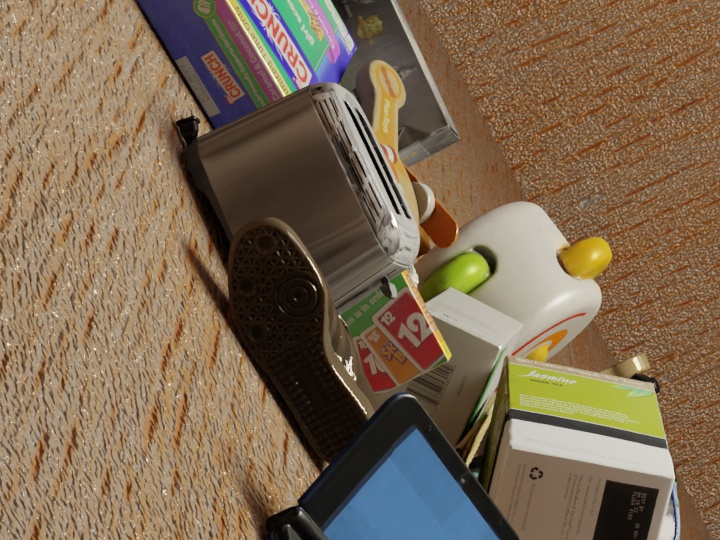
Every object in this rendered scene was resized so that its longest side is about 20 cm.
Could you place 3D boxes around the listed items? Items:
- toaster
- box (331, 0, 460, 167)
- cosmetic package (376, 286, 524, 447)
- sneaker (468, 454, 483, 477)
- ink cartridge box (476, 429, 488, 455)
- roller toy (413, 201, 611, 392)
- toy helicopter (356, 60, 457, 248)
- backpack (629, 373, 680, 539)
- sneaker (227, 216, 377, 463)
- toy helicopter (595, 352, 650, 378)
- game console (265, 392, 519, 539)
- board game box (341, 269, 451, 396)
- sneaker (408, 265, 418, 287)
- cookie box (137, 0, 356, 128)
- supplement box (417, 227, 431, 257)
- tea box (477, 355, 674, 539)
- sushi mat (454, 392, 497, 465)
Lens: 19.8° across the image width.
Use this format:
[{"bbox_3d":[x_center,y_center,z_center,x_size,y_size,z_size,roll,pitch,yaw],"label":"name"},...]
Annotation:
[{"bbox_3d":[-0.043,-0.055,1.567,0.200,0.129,0.114,65,10,11],"label":"toaster"},{"bbox_3d":[-0.020,-0.173,1.889,0.200,0.158,0.048,67,12,18],"label":"box"},{"bbox_3d":[0.077,0.084,1.808,0.085,0.108,0.200,25,9,8],"label":"cosmetic package"},{"bbox_3d":[0.140,0.267,1.867,0.200,0.075,0.079,56,27,-9],"label":"sneaker"},{"bbox_3d":[0.190,0.202,1.870,0.200,0.050,0.109,47,-19,19],"label":"ink cartridge box"},{"bbox_3d":[0.137,0.036,2.007,0.140,0.200,0.183,55,-30,15],"label":"roller toy"},{"bbox_3d":[0.022,-0.095,1.753,0.132,0.079,0.200,33,43,-31],"label":"toy helicopter"},{"bbox_3d":[0.218,0.227,2.000,0.147,0.183,0.200,87,-7,-60],"label":"backpack"},{"bbox_3d":[-0.044,0.047,1.495,0.076,0.070,0.200,-90,160,-70],"label":"sneaker"},{"bbox_3d":[0.206,0.129,2.117,0.132,0.200,0.079,98,-33,-78],"label":"toy helicopter"},{"bbox_3d":[0.037,0.212,1.327,0.200,0.118,0.171,53,14,-40],"label":"game console"},{"bbox_3d":[-0.015,0.003,1.645,0.200,0.095,0.030,63,11,-2],"label":"board game box"},{"bbox_3d":[0.000,0.000,1.782,0.200,0.074,0.088,-80,148,-65],"label":"sneaker"},{"bbox_3d":[-0.091,-0.207,1.752,0.171,0.075,0.200,59,25,-21],"label":"cookie box"},{"bbox_3d":[-0.003,-0.083,1.999,0.200,0.066,0.069,51,16,-45],"label":"supplement box"},{"bbox_3d":[0.160,0.202,1.657,0.197,0.133,0.200,-79,180,-72],"label":"tea box"},{"bbox_3d":[0.084,0.162,1.739,0.012,0.096,0.200,26,14,7],"label":"sushi mat"}]
